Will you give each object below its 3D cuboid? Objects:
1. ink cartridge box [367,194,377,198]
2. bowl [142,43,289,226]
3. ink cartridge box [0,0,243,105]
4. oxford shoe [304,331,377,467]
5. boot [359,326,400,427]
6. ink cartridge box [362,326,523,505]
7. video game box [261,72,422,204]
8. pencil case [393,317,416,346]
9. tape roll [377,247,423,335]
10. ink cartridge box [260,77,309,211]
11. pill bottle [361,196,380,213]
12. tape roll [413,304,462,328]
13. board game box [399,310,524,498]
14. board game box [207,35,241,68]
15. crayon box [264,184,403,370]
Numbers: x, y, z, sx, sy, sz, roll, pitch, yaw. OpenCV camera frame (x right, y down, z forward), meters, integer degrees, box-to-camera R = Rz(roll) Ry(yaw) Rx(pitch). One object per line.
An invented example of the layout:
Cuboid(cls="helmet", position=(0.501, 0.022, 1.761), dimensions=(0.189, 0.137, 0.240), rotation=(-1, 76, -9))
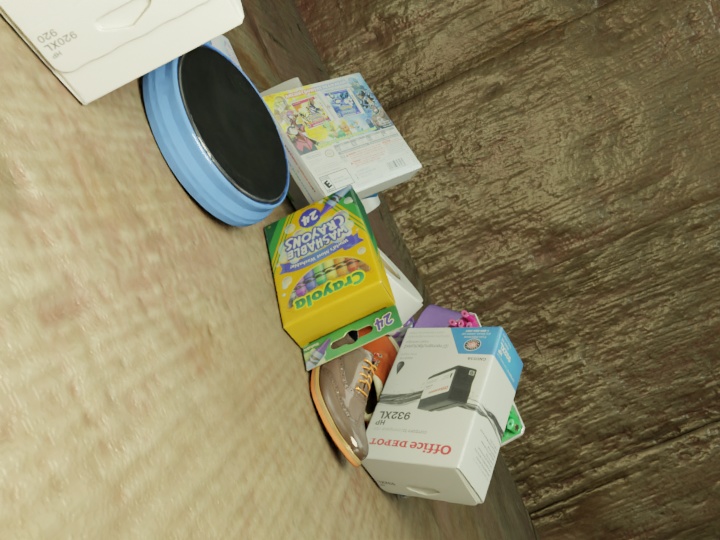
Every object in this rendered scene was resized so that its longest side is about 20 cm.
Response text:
Cuboid(cls="ink cartridge box", position=(-0.008, -0.217, 1.256), dimensions=(0.200, 0.067, 0.117), rotation=(97, -18, -66))
Cuboid(cls="bowl", position=(-0.142, -0.145, 0.783), dimensions=(0.201, 0.039, 0.202), rotation=(48, 29, -38))
Cuboid(cls="ink cartridge box", position=(-0.195, -0.264, 0.571), dimensions=(0.145, 0.146, 0.201), rotation=(55, 13, -50))
Cuboid(cls="oxford shoe", position=(-0.015, 0.125, 0.857), dimensions=(0.071, 0.072, 0.201), rotation=(56, 13, -51))
Cuboid(cls="boot", position=(0.016, 0.139, 1.037), dimensions=(0.107, 0.075, 0.201), rotation=(49, 19, -47))
Cuboid(cls="ink cartridge box", position=(0.102, 0.173, 0.931), dimensions=(0.084, 0.144, 0.201), rotation=(56, 45, -36))
Cuboid(cls="video game box", position=(-0.031, -0.190, 1.094), dimensions=(0.199, 0.047, 0.183), rotation=(-25, 80, -39))
Cuboid(cls="pencil case", position=(0.094, 0.175, 1.386), dimensions=(0.201, 0.083, 0.086), rotation=(63, 35, -15))
Cuboid(cls="tape roll", position=(0.000, 0.000, 1.103), dimensions=(0.202, 0.071, 0.202), rotation=(45, 6, -6))
Cuboid(cls="ink cartridge box", position=(-0.094, -0.194, 1.221), dimensions=(0.145, 0.083, 0.201), rotation=(60, 9, -47))
Cuboid(cls="pill bottle", position=(-0.045, -0.202, 1.467), dimensions=(0.113, 0.113, 0.201), rotation=(-86, 152, -73))
Cuboid(cls="tape roll", position=(0.122, 0.162, 1.255), dimensions=(0.200, 0.065, 0.202), rotation=(17, 90, -71))
Cuboid(cls="board game box", position=(0.104, 0.180, 1.038), dimensions=(0.026, 0.199, 0.201), rotation=(37, 26, -44))
Cuboid(cls="board game box", position=(-0.171, -0.214, 0.947), dimensions=(0.200, 0.041, 0.201), rotation=(-48, 113, -81))
Cuboid(cls="crayon box", position=(-0.037, 0.003, 0.884), dimensions=(0.052, 0.125, 0.201), rotation=(55, 13, -48))
